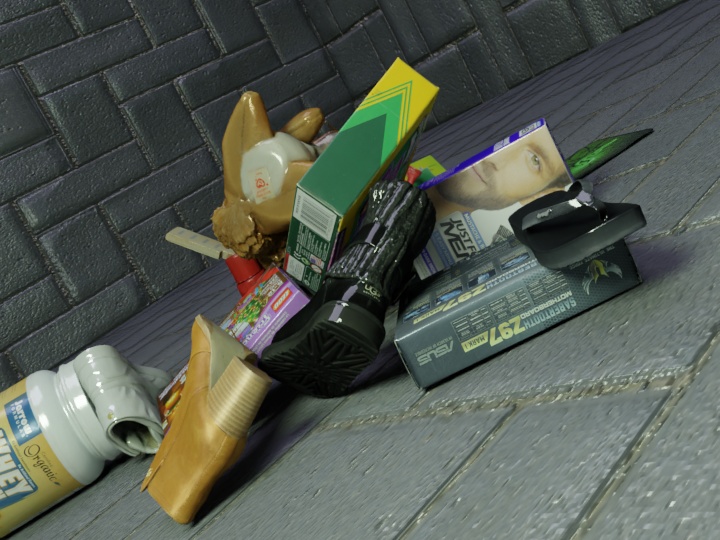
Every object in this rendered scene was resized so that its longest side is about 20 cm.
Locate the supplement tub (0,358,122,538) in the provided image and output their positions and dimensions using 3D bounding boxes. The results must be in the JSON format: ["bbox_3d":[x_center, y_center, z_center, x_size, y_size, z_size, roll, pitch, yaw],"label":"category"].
[{"bbox_3d":[-0.388,0.208,1.059,0.198,0.147,0.145,-31,9,-7],"label":"supplement tub"}]

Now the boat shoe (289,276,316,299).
[{"bbox_3d":[-0.079,0.042,1.059,0.199,0.060,0.075,24,88,55],"label":"boat shoe"}]

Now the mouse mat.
[{"bbox_3d":[0.287,-0.138,1.247,0.198,0.008,0.161,-33,9,-13],"label":"mouse mat"}]

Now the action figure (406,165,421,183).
[{"bbox_3d":[-0.002,-0.057,1.217,0.065,0.097,0.204,-33,-34,-88],"label":"action figure"}]

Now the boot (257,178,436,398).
[{"bbox_3d":[-0.011,0.022,0.840,0.210,0.079,0.160,-35,28,55],"label":"boot"}]

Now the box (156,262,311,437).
[{"bbox_3d":[-0.131,0.091,0.954,0.201,0.039,0.137,-50,21,-2],"label":"box"}]

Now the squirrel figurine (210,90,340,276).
[{"bbox_3d":[-0.082,-0.097,1.090,0.202,0.141,0.186,-59,-15,20],"label":"squirrel figurine"}]

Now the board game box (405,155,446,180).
[{"bbox_3d":[0.036,-0.087,1.371,0.197,0.103,0.048,-25,51,-23],"label":"board game box"}]

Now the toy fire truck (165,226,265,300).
[{"bbox_3d":[-0.170,0.002,1.310,0.127,0.203,0.176,-27,9,5],"label":"toy fire truck"}]

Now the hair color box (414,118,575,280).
[{"bbox_3d":[0.139,-0.069,1.005,0.197,0.111,0.065,-28,8,15],"label":"hair color box"}]

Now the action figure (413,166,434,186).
[{"bbox_3d":[0.038,-0.056,1.317,0.200,0.055,0.118,-46,-34,-2],"label":"action figure"}]

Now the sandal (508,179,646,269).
[{"bbox_3d":[0.154,-0.043,0.712,0.075,0.043,0.200,-29,11,-5],"label":"sandal"}]

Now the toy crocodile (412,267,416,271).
[{"bbox_3d":[0.071,-0.036,1.215,0.069,0.061,0.200,-64,0,15],"label":"toy crocodile"}]

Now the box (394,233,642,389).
[{"bbox_3d":[0.126,0.015,0.777,0.197,0.052,0.158,-28,9,10],"label":"box"}]

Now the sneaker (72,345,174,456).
[{"bbox_3d":[-0.254,0.172,1.068,0.073,0.117,0.200,-35,-28,5],"label":"sneaker"}]

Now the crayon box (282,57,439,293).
[{"bbox_3d":[-0.004,-0.089,0.929,0.174,0.058,0.201,-55,-6,-23],"label":"crayon box"}]

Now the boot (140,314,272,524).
[{"bbox_3d":[-0.149,0.127,0.810,0.145,0.070,0.201,-56,22,-1],"label":"boot"}]
